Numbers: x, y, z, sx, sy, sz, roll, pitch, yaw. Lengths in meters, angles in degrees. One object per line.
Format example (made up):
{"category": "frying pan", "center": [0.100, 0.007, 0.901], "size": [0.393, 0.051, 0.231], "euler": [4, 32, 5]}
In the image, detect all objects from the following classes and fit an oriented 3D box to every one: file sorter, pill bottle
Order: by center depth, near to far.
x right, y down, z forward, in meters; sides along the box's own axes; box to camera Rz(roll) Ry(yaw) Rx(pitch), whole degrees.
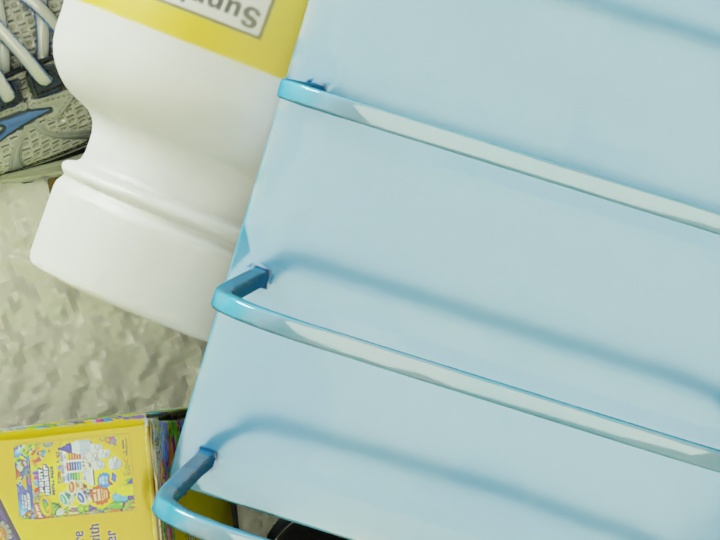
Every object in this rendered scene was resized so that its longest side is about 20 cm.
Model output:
{"category": "file sorter", "center": [0.044, -0.022, 0.656], "size": [0.138, 0.123, 0.201], "euler": [17, 94, 3]}
{"category": "pill bottle", "center": [-0.015, -0.082, 0.771], "size": [0.111, 0.111, 0.201], "euler": [21, 93, 4]}

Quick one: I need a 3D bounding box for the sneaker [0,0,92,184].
{"category": "sneaker", "center": [-0.124, -0.055, 0.867], "size": [0.199, 0.085, 0.077], "euler": [-27, 86, 0]}

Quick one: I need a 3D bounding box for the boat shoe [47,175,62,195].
{"category": "boat shoe", "center": [0.000, 0.000, 0.850], "size": [0.199, 0.070, 0.071], "euler": [0, 93, 24]}

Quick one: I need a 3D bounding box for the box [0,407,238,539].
{"category": "box", "center": [-0.133, 0.106, 0.801], "size": [0.191, 0.200, 0.123], "euler": [-5, 87, 3]}

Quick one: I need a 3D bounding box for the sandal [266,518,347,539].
{"category": "sandal", "center": [0.048, 0.140, 0.828], "size": [0.076, 0.043, 0.200], "euler": [-39, 86, 0]}
